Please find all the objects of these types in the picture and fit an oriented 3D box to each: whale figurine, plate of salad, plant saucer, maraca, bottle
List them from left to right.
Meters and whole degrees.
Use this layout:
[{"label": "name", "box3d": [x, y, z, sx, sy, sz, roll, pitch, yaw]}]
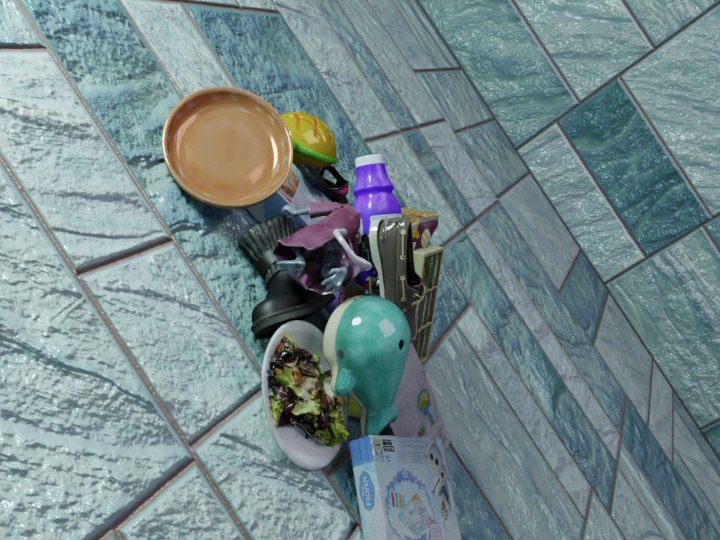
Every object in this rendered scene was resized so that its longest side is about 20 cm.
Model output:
[{"label": "plant saucer", "box3d": [-0.201, -0.182, 1.243, 0.196, 0.038, 0.204, 6, 67, -14]}, {"label": "maraca", "box3d": [-0.119, -0.231, 1.468, 0.136, 0.108, 0.199, 32, 13, 30]}, {"label": "plate of salad", "box3d": [-0.065, 0.166, 1.119, 0.199, 0.047, 0.204, 30, 54, -51]}, {"label": "bottle", "box3d": [0.027, -0.078, 1.299, 0.083, 0.065, 0.204, -7, 89, -41]}, {"label": "whale figurine", "box3d": [0.025, 0.135, 1.148, 0.158, 0.102, 0.204, -27, 111, -48]}]

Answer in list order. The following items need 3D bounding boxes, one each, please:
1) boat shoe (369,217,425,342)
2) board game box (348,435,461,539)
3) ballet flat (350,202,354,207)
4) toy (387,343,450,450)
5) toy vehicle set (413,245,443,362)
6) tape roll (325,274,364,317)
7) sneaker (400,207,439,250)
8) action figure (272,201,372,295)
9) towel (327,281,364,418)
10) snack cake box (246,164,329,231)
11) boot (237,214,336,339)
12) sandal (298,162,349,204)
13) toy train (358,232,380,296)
[{"label": "boat shoe", "box3d": [0.062, 0.019, 1.211, 0.072, 0.058, 0.203, -50, 132, -62]}, {"label": "board game box", "box3d": [0.071, 0.340, 1.166, 0.199, 0.043, 0.202, 18, 55, -52]}, {"label": "ballet flat", "box3d": [-0.038, -0.062, 1.485, 0.075, 0.074, 0.200, 52, 27, -8]}, {"label": "toy", "box3d": [0.074, 0.231, 1.300, 0.115, 0.047, 0.202, -46, 120, -42]}, {"label": "toy vehicle set", "box3d": [0.097, 0.063, 1.381, 0.124, 0.026, 0.204, -20, 119, -68]}, {"label": "tape roll", "box3d": [0.000, 0.000, 1.377, 0.199, 0.065, 0.204, 26, 60, -60]}, {"label": "sneaker", "box3d": [0.085, -0.054, 1.430, 0.200, 0.074, 0.092, -26, 124, -66]}, {"label": "action figure", "box3d": [-0.043, -0.057, 1.190, 0.134, 0.148, 0.201, 47, 36, -11]}, {"label": "towel", "box3d": [0.000, 0.123, 1.264, 0.143, 0.023, 0.204, 25, 69, -45]}, {"label": "snack cake box", "box3d": [-0.141, -0.131, 1.361, 0.200, 0.067, 0.116, 47, 29, -20]}, {"label": "boot", "box3d": [-0.129, 0.006, 1.205, 0.159, 0.079, 0.211, 59, 21, 2]}, {"label": "sandal", "box3d": [-0.051, -0.156, 1.454, 0.075, 0.045, 0.200, 49, 6, 15]}, {"label": "toy train", "box3d": [0.018, 0.043, 1.240, 0.034, 0.045, 0.204, 3, 83, -68]}]
